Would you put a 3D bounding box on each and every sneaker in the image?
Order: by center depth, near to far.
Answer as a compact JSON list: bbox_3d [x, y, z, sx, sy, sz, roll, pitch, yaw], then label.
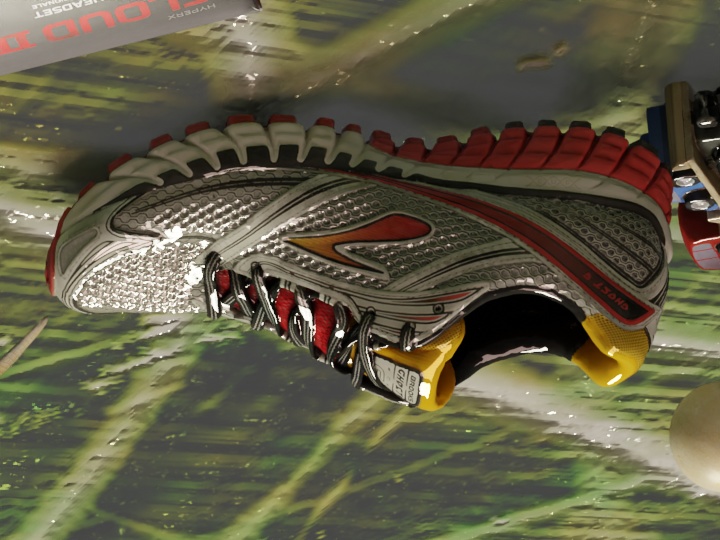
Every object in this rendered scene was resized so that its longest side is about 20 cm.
[{"bbox_3d":[0.000,0.000,0.927,0.200,0.082,0.078,-1,155,2],"label":"sneaker"}]

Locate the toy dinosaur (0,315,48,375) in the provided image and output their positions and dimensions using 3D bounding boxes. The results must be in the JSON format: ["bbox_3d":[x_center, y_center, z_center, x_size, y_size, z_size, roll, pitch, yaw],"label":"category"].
[{"bbox_3d":[-0.208,0.062,1.006,0.200,0.058,0.101,-2,152,-21],"label":"toy dinosaur"}]

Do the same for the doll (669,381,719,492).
[{"bbox_3d":[0.197,0.023,1.060,0.200,0.048,0.136,-24,151,-15],"label":"doll"}]

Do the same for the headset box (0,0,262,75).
[{"bbox_3d":[-0.112,-0.109,0.668,0.149,0.077,0.200,-13,154,2],"label":"headset box"}]

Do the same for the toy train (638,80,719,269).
[{"bbox_3d":[0.133,-0.018,1.025,0.046,0.034,0.200,-8,158,17],"label":"toy train"}]
